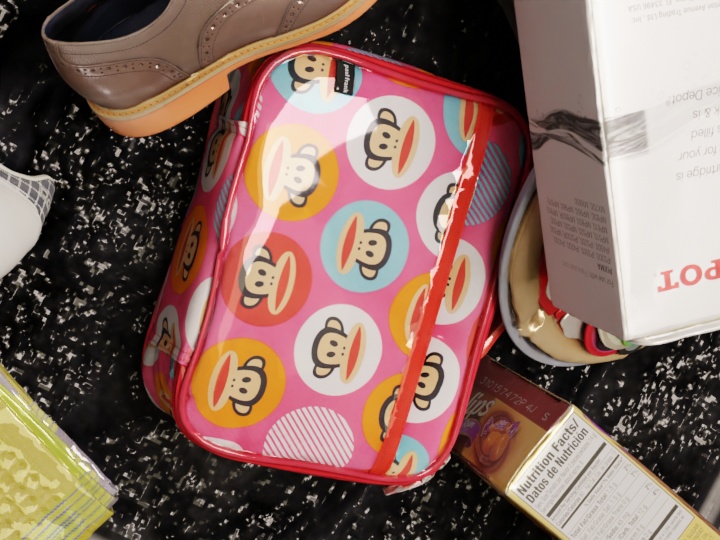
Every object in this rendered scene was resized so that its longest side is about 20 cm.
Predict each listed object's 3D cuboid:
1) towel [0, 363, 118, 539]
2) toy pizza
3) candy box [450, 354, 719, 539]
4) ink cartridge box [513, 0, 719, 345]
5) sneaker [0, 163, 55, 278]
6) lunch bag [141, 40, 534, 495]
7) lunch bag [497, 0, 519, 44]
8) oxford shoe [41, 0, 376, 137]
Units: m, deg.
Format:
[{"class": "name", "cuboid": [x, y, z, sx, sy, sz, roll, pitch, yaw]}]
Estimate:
[{"class": "towel", "cuboid": [-0.223, 0.121, 0.782, 0.200, 0.023, 0.144, -43, 110, -3]}, {"class": "toy pizza", "cuboid": [0.151, -0.030, 0.835, 0.199, 0.032, 0.201, -26, 139, -25]}, {"class": "candy box", "cuboid": [0.135, 0.131, 0.868, 0.200, 0.117, 0.057, 41, 87, -19]}, {"class": "ink cartridge box", "cuboid": [0.147, -0.086, 0.727, 0.146, 0.083, 0.202, -12, 104, -18]}, {"class": "sneaker", "cuboid": [-0.230, -0.064, 0.750, 0.200, 0.076, 0.081, 40, 55, -10]}, {"class": "lunch bag", "cuboid": [0.000, 0.000, 0.825, 0.175, 0.082, 0.202, 14, 95, -24]}, {"class": "lunch bag", "cuboid": [0.110, -0.219, 0.794, 0.164, 0.118, 0.201, -36, 114, -7]}, {"class": "oxford shoe", "cuboid": [-0.047, -0.136, 0.741, 0.199, 0.072, 0.073, -37, 146, 5]}]
